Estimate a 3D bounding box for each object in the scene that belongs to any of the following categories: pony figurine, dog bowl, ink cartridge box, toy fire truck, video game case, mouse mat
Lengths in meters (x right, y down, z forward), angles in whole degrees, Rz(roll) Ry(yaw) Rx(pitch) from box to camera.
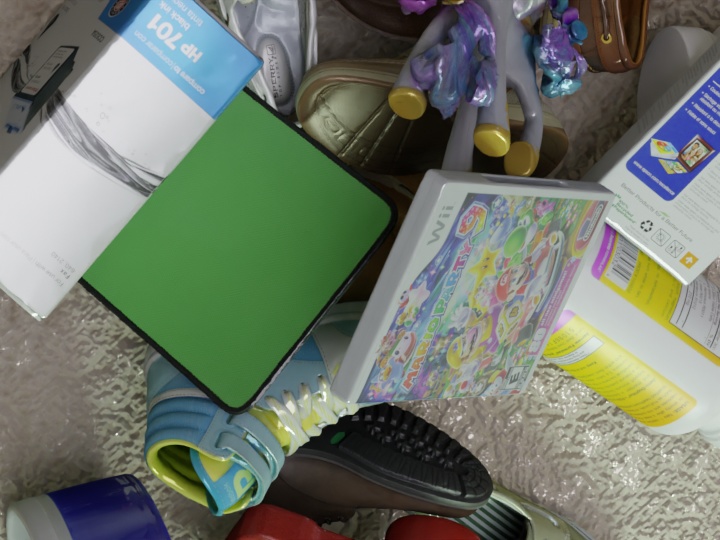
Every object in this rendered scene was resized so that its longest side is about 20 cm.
[{"bbox_3d":[0.071,-0.157,1.534,0.165,0.201,0.193,1,144,21],"label":"pony figurine"},{"bbox_3d":[-0.153,0.230,1.589,0.078,0.200,0.201,-15,107,-16],"label":"dog bowl"},{"bbox_3d":[0.236,-0.089,1.612,0.095,0.037,0.200,37,115,-17],"label":"ink cartridge box"},{"bbox_3d":[-0.024,0.215,1.646,0.167,0.200,0.113,22,60,-9],"label":"toy fire truck"},{"bbox_3d":[-0.166,-0.085,1.537,0.086,0.146,0.200,42,88,-23],"label":"ink cartridge box"},{"bbox_3d":[0.070,0.011,1.531,0.200,0.018,0.144,1,117,-56],"label":"video game case"},{"bbox_3d":[-0.089,-0.026,1.572,0.161,0.200,0.008,-51,150,0],"label":"mouse mat"}]

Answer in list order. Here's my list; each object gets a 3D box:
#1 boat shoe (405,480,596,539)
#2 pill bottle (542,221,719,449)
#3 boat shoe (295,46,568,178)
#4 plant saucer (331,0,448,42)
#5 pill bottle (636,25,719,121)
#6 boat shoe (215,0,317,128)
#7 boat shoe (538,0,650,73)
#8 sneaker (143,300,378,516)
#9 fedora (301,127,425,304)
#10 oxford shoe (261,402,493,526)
[{"bbox_3d":[0.100,0.185,1.732,0.199,0.062,0.072,33,92,-22],"label":"boat shoe"},{"bbox_3d":[0.188,0.040,1.703,0.200,0.104,0.105,35,91,-22],"label":"pill bottle"},{"bbox_3d":[0.040,-0.104,1.626,0.199,0.065,0.072,8,134,-33],"label":"boat shoe"},{"bbox_3d":[0.039,-0.244,1.610,0.199,0.034,0.202,-8,107,-27],"label":"plant saucer"},{"bbox_3d":[0.288,-0.108,1.695,0.199,0.112,0.113,5,102,-18],"label":"pill bottle"},{"bbox_3d":[-0.058,-0.183,1.589,0.070,0.069,0.201,-19,108,-13],"label":"boat shoe"},{"bbox_3d":[0.169,-0.223,1.642,0.072,0.067,0.201,-8,111,-50],"label":"boat shoe"},{"bbox_3d":[-0.040,0.091,1.567,0.199,0.131,0.080,-8,131,13],"label":"sneaker"},{"bbox_3d":[0.000,0.000,1.644,0.199,0.082,0.202,-4,105,-17],"label":"fedora"},{"bbox_3d":[-0.013,0.129,1.663,0.199,0.073,0.085,14,124,9],"label":"oxford shoe"}]
